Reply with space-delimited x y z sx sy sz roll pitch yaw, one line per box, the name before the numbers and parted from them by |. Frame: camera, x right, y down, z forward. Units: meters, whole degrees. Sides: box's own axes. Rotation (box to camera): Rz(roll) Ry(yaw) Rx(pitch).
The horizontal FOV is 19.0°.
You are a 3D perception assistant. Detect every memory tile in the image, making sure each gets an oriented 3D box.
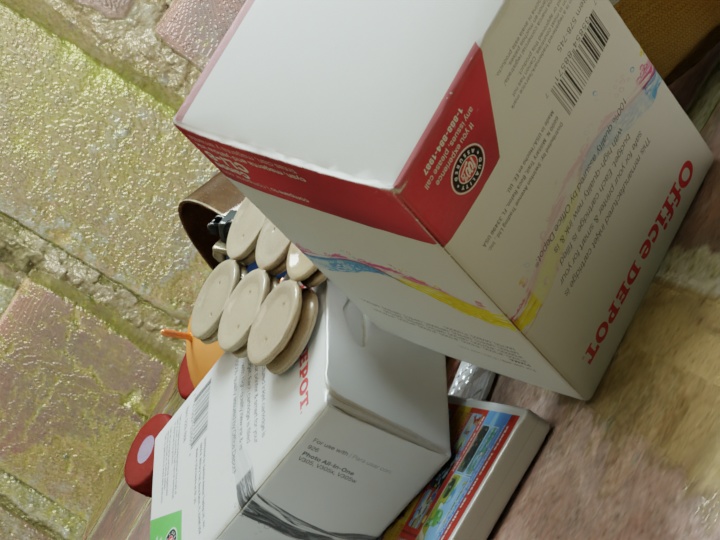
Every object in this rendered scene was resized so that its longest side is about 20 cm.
memory tile | -0.030 -0.043 1.201 0.201 0.017 0.153 -65 23 -5

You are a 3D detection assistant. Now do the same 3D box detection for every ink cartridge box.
ink cartridge box | 0.045 -0.059 1.006 0.144 0.200 0.146 18 71 40
ink cartridge box | -0.037 0.099 1.204 0.200 0.084 0.147 -50 26 34

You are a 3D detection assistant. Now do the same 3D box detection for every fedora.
fedora | 0.143 -0.133 1.152 0.200 0.082 0.201 -38 -1 -1

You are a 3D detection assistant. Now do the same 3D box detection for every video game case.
video game case | 0.030 0.133 1.141 0.144 0.017 0.200 -59 10 -7

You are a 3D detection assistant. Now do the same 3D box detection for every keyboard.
keyboard | 0.053 0.092 1.232 0.056 0.011 0.201 -51 11 50

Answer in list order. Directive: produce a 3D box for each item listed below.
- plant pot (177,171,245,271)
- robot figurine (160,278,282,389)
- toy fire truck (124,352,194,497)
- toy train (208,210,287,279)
plant pot | -0.011 -0.056 1.722 0.200 0.187 0.187 -46 3 -16
robot figurine | -0.027 0.039 1.370 0.116 0.199 0.145 33 135 47
toy fire truck | -0.089 0.144 1.675 0.201 0.112 0.168 -60 26 1
toy train | 0.000 0.000 1.273 0.034 0.198 0.046 -51 -33 -46
